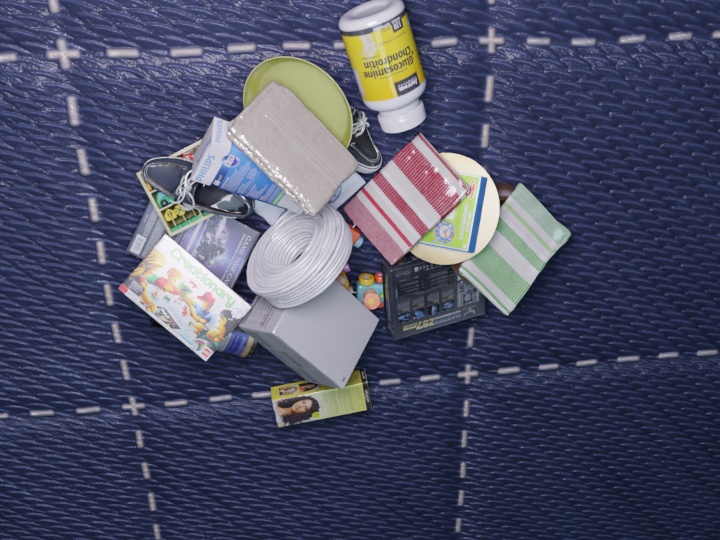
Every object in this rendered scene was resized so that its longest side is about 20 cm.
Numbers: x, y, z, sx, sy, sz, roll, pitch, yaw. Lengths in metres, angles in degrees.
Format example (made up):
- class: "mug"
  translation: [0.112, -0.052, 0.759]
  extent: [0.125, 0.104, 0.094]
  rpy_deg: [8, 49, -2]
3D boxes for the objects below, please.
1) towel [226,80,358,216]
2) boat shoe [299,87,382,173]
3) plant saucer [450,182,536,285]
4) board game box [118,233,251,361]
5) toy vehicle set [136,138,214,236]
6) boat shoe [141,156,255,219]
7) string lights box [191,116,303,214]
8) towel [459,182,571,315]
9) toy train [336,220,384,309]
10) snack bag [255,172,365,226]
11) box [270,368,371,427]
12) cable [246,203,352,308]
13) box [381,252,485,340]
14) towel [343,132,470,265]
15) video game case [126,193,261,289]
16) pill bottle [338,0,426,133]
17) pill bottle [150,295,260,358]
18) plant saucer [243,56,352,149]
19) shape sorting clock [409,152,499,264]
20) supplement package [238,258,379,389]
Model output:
- class: "towel"
  translation: [-0.108, -0.194, 1.365]
  extent: [0.200, 0.034, 0.133]
  rpy_deg: [45, 62, -12]
- class: "boat shoe"
  translation: [-0.022, -0.249, 1.463]
  extent: [0.068, 0.074, 0.200]
  rpy_deg: [-17, 121, 48]
- class: "plant saucer"
  translation: [0.254, -0.062, 1.602]
  extent: [0.199, 0.032, 0.202]
  rpy_deg: [-4, 101, -20]
- class: "board game box"
  translation: [-0.307, 0.048, 1.513]
  extent: [0.200, 0.035, 0.126]
  rpy_deg: [40, 85, -8]
- class: "toy vehicle set"
  translation: [-0.270, -0.158, 1.485]
  extent: [0.199, 0.027, 0.125]
  rpy_deg: [-26, 104, 4]
- class: "boat shoe"
  translation: [-0.274, -0.135, 1.444]
  extent: [0.199, 0.062, 0.075]
  rpy_deg: [25, 102, -9]
- class: "string lights box"
  translation: [-0.166, -0.169, 1.411]
  extent: [0.199, 0.059, 0.103]
  rpy_deg: [17, 142, -24]
- class: "towel"
  translation: [0.285, -0.036, 1.590]
  extent: [0.152, 0.023, 0.200]
  rpy_deg: [40, 85, -22]
- class: "toy train"
  translation: [0.000, 0.000, 1.624]
  extent: [0.200, 0.056, 0.150]
  rpy_deg: [35, 109, -24]
- class: "snack bag"
  translation: [-0.123, -0.163, 1.534]
  extent: [0.188, 0.021, 0.200]
  rpy_deg: [-41, 114, 13]
- class: "box"
  translation: [-0.080, 0.262, 1.763]
  extent: [0.199, 0.050, 0.076]
  rpy_deg: [-12, 120, -3]
- class: "cable"
  translation: [-0.106, -0.028, 1.481]
  extent: [0.200, 0.200, 0.069]
  rpy_deg: [-37, 126, 7]
- class: "box"
  translation: [0.142, 0.034, 1.645]
  extent: [0.199, 0.051, 0.159]
  rpy_deg: [-15, 121, -15]
- class: "towel"
  translation: [0.082, -0.127, 1.543]
  extent: [0.200, 0.023, 0.144]
  rpy_deg: [-43, 78, 15]
- class: "video game case"
  translation: [-0.298, -0.052, 1.534]
  extent: [0.199, 0.019, 0.143]
  rpy_deg: [27, 102, -10]
- class: "pill bottle"
  translation: [0.044, -0.334, 1.410]
  extent: [0.111, 0.112, 0.201]
  rpy_deg: [-19, 120, 3]
- class: "pill bottle"
  translation: [-0.282, 0.087, 1.597]
  extent: [0.199, 0.112, 0.112]
  rpy_deg: [18, 115, -17]
- class: "plant saucer"
  translation: [-0.099, -0.264, 1.418]
  extent: [0.199, 0.031, 0.201]
  rpy_deg: [15, 131, 18]
- class: "shape sorting clock"
  translation: [0.153, -0.111, 1.551]
  extent: [0.199, 0.039, 0.201]
  rpy_deg: [1, 93, 19]
- class: "supplement package"
  translation: [-0.091, 0.097, 1.579]
  extent: [0.200, 0.111, 0.156]
  rpy_deg: [44, 65, -35]
